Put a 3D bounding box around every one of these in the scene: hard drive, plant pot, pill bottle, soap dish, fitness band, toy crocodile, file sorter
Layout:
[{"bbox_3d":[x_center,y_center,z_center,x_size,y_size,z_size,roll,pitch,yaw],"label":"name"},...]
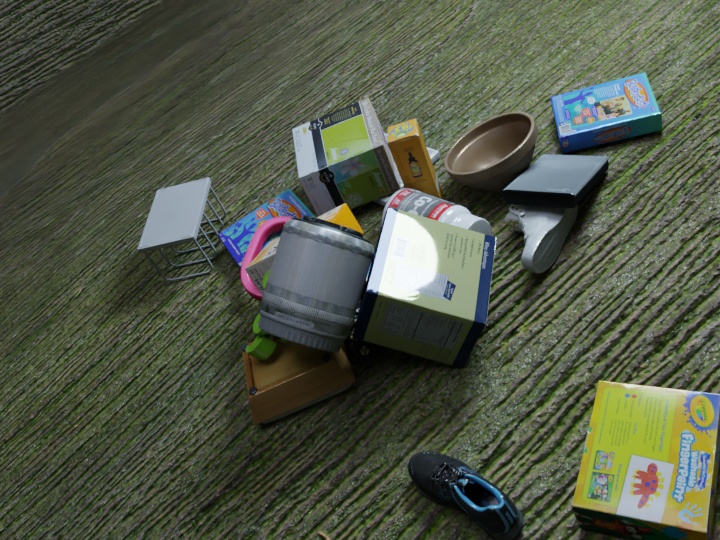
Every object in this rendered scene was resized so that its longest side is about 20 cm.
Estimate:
[{"bbox_3d":[0.376,-0.173,1.444,0.139,0.033,0.200,8,31,33],"label":"hard drive"},{"bbox_3d":[0.278,-0.226,1.539,0.200,0.093,0.201,-27,29,16],"label":"plant pot"},{"bbox_3d":[0.147,-0.082,1.460,0.199,0.114,0.114,25,62,42],"label":"pill bottle"},{"bbox_3d":[-0.121,0.172,1.366,0.199,0.081,0.158,-24,42,5],"label":"soap dish"},{"bbox_3d":[-0.172,-0.025,1.585,0.143,0.038,0.201,10,63,16],"label":"fitness band"},{"bbox_3d":[-0.153,0.062,1.351,0.062,0.067,0.202,2,76,54],"label":"toy crocodile"},{"bbox_3d":[-0.401,-0.091,1.740,0.138,0.125,0.201,-12,44,15],"label":"file sorter"}]

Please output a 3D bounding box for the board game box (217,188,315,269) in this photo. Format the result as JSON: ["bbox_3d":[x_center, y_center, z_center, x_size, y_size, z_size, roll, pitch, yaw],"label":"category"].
[{"bbox_3d":[-0.205,-0.086,1.695,0.199,0.045,0.152,-34,42,-9],"label":"board game box"}]

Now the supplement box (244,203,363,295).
[{"bbox_3d":[-0.107,-0.038,1.442,0.199,0.074,0.126,-25,16,28],"label":"supplement box"}]

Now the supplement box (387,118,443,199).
[{"bbox_3d":[0.114,-0.205,1.536,0.066,0.201,0.069,-13,43,14],"label":"supplement box"}]

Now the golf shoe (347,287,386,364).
[{"bbox_3d":[-0.002,0.078,1.391,0.077,0.088,0.201,-16,75,-8],"label":"golf shoe"}]

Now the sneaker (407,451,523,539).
[{"bbox_3d":[0.146,0.308,1.093,0.199,0.082,0.073,21,61,41],"label":"sneaker"}]

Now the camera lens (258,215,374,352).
[{"bbox_3d":[-0.074,0.019,1.262,0.159,0.160,0.201,16,89,38],"label":"camera lens"}]

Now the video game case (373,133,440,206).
[{"bbox_3d":[0.054,-0.236,1.732,0.182,0.023,0.199,-44,45,-18],"label":"video game case"}]

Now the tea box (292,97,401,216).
[{"bbox_3d":[-0.033,-0.248,1.673,0.196,0.134,0.201,-21,42,9],"label":"tea box"}]

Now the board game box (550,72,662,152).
[{"bbox_3d":[0.506,-0.328,1.566,0.199,0.045,0.153,-12,43,17],"label":"board game box"}]

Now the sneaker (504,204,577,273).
[{"bbox_3d":[0.315,-0.070,1.402,0.115,0.074,0.200,9,43,35],"label":"sneaker"}]

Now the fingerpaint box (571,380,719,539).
[{"bbox_3d":[0.392,0.260,1.022,0.166,0.074,0.201,2,49,30],"label":"fingerpaint box"}]

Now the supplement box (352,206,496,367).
[{"bbox_3d":[0.111,0.028,1.293,0.198,0.135,0.201,16,50,-1],"label":"supplement box"}]
